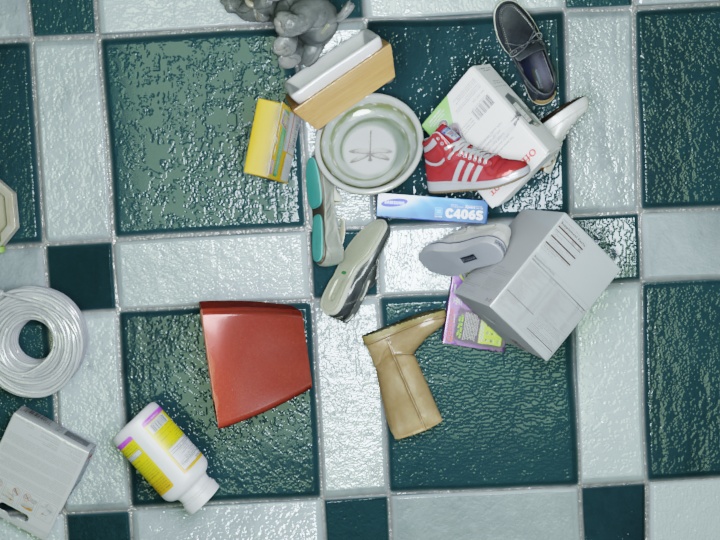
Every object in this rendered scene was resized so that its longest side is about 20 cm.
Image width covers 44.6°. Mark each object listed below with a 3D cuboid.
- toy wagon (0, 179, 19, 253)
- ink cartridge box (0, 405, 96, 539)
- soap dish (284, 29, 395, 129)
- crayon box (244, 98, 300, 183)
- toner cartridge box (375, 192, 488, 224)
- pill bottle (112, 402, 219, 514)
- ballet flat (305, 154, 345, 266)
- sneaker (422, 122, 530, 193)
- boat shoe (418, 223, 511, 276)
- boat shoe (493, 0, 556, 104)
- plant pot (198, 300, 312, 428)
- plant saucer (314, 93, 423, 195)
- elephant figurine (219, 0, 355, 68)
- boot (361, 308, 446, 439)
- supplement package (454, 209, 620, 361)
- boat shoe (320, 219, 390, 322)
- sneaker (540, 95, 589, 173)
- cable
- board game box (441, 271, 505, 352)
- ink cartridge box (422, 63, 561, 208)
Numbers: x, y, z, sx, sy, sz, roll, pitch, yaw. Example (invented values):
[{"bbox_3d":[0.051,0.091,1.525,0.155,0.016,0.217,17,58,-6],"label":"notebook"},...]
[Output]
[{"bbox_3d":[-0.729,-0.105,1.609,0.196,0.040,0.158,-4,94,1],"label":"toy wagon"},{"bbox_3d":[-0.609,0.379,1.644,0.160,0.050,0.202,28,101,-2],"label":"ink cartridge box"},{"bbox_3d":[-0.036,-0.336,1.545,0.198,0.158,0.082,-34,113,3],"label":"soap dish"},{"bbox_3d":[-0.153,-0.223,1.522,0.051,0.200,0.128,12,93,3],"label":"crayon box"},{"bbox_3d":[0.126,-0.112,1.586,0.196,0.095,0.044,4,93,-1],"label":"toner cartridge box"},{"bbox_3d":[-0.352,0.347,1.608,0.104,0.104,0.201,-41,93,2],"label":"pill bottle"},{"bbox_3d":[-0.061,-0.109,1.607,0.063,0.067,0.204,-3,88,-29],"label":"ballet flat"},{"bbox_3d":[0.187,-0.196,1.476,0.198,0.071,0.114,-2,108,38],"label":"sneaker"},{"bbox_3d":[0.188,-0.044,1.568,0.071,0.199,0.070,46,56,-20],"label":"boat shoe"},{"bbox_3d":[0.301,-0.397,1.585,0.074,0.062,0.203,-24,92,3],"label":"boat shoe"},{"bbox_3d":[-0.186,0.149,1.561,0.173,0.200,0.204,-8,94,-11],"label":"plant pot"},{"bbox_3d":[0.017,-0.220,1.581,0.196,0.050,0.204,-2,70,6],"label":"plant saucer"},{"bbox_3d":[-0.134,-0.467,1.545,0.153,0.142,0.202,-11,57,-32],"label":"elephant figurine"},{"bbox_3d":[0.108,0.188,1.623,0.173,0.066,0.203,-20,93,14],"label":"boot"},{"bbox_3d":[0.301,0.020,1.522,0.147,0.191,0.201,41,86,-13],"label":"supplement package"},{"bbox_3d":[0.000,0.000,1.617,0.067,0.071,0.202,32,86,-39],"label":"boat shoe"},{"bbox_3d":[0.344,-0.231,1.595,0.199,0.073,0.085,-39,96,13],"label":"sneaker"},{"bbox_3d":[-0.601,0.129,1.611,0.196,0.069,0.204,3,95,-1],"label":"cable"},{"bbox_3d":[0.223,0.043,1.630,0.118,0.032,0.204,9,93,-5],"label":"board game box"},{"bbox_3d":[0.229,-0.235,1.535,0.201,0.084,0.146,50,123,10],"label":"ink cartridge box"}]
